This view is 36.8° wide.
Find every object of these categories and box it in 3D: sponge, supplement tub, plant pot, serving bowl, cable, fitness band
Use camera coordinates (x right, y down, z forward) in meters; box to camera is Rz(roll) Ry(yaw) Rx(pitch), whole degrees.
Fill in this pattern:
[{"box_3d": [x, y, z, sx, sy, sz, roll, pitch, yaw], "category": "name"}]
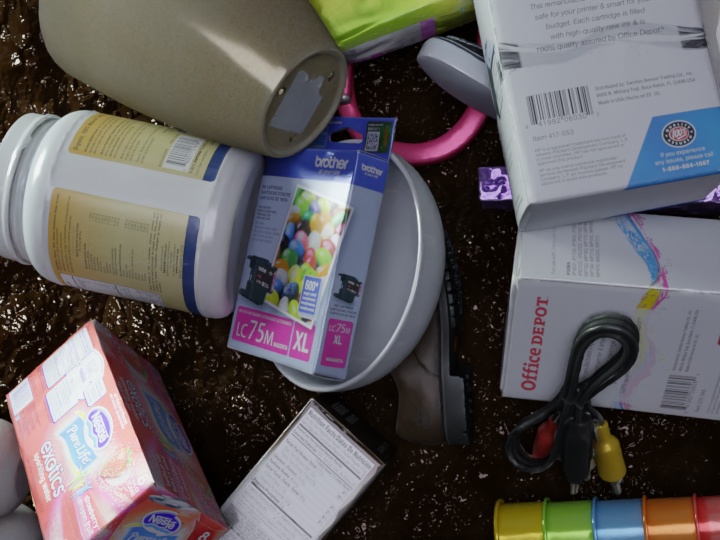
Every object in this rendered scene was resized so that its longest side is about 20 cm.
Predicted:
[{"box_3d": [0.192, -0.064, 0.861, 0.197, 0.112, 0.030, 1, 89, 6], "category": "sponge"}, {"box_3d": [-0.186, -0.050, 0.886, 0.197, 0.144, 0.146, 12, 89, 7], "category": "supplement tub"}, {"box_3d": [-0.112, -0.178, 0.836, 0.199, 0.187, 0.188, 39, 92, 23], "category": "plant pot"}, {"box_3d": [0.000, 0.000, 0.870, 0.199, 0.065, 0.203, -17, 67, 46], "category": "serving bowl"}, {"box_3d": [0.165, 0.100, 0.839, 0.096, 0.050, 0.202, 13, 129, 19], "category": "cable"}, {"box_3d": [0.047, -0.190, 0.919, 0.141, 0.037, 0.203, 5, 90, 6], "category": "fitness band"}]

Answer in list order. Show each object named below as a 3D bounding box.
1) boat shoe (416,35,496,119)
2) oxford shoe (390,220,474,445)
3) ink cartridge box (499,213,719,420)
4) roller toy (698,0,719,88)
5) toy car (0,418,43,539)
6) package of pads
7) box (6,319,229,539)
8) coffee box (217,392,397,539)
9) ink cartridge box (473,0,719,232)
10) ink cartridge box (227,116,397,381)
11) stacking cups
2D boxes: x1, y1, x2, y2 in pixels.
[{"box_3d": [0.140, -0.152, 0.870, 0.198, 0.072, 0.069, 22, 87, -15], "category": "boat shoe"}, {"box_3d": [0.045, 0.044, 0.895, 0.083, 0.073, 0.203, -4, 84, 15], "category": "oxford shoe"}, {"box_3d": [0.212, 0.034, 0.833, 0.197, 0.149, 0.086, 7, 47, 7], "category": "ink cartridge box"}, {"box_3d": [0.324, -0.175, 0.837, 0.180, 0.140, 0.203, 17, 86, -4], "category": "roller toy"}, {"box_3d": [-0.359, 0.210, 0.874, 0.172, 0.150, 0.202, 6, 120, 9], "category": "toy car"}, {"box_3d": [0.041, -0.266, 0.872, 0.198, 0.068, 0.156, -20, 87, 3], "category": "package of pads"}, {"box_3d": [-0.195, 0.148, 0.854, 0.102, 0.095, 0.200, -41, 43, 3], "category": "box"}, {"box_3d": [-0.066, 0.201, 0.880, 0.080, 0.114, 0.201, 40, 91, 6], "category": "coffee box"}, {"box_3d": [0.167, -0.144, 0.776, 0.144, 0.086, 0.203, -9, 77, 1], "category": "ink cartridge box"}, {"box_3d": [-0.040, -0.026, 0.844, 0.119, 0.042, 0.203, 11, 86, 49], "category": "ink cartridge box"}, {"box_3d": [0.208, 0.202, 0.860, 0.197, 0.060, 0.061, -10, 87, 16], "category": "stacking cups"}]
